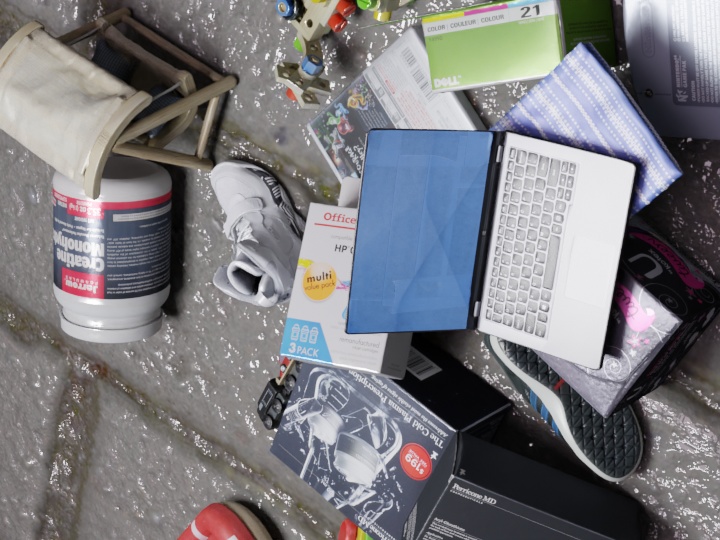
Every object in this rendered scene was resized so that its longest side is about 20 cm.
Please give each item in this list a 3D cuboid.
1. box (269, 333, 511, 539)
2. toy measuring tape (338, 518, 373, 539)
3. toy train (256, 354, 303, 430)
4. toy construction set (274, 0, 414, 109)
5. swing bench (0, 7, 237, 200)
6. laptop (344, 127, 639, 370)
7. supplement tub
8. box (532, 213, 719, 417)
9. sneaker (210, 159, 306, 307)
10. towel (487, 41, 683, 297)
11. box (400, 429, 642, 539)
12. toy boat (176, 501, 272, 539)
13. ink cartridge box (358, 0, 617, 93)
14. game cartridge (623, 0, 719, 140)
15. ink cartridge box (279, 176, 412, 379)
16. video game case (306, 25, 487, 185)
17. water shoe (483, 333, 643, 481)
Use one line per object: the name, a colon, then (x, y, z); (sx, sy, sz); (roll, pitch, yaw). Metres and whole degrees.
box: (0.028, 0.169, 1.438); (0.200, 0.104, 0.182); (36, 123, 26)
toy measuring tape: (0.018, 0.299, 1.466); (0.200, 0.073, 0.074); (168, 84, -78)
toy train: (-0.072, 0.105, 1.547); (0.046, 0.034, 0.200); (52, 129, 30)
toy construction set: (-0.020, -0.264, 1.373); (0.131, 0.092, 0.200); (49, 116, 16)
swing bench: (-0.287, -0.194, 1.524); (0.199, 0.200, 0.130); (34, 121, 26)
laptop: (0.108, -0.016, 1.146); (0.200, 0.116, 0.188); (18, 113, 31)
supplement tub: (-0.298, -0.027, 1.617); (0.140, 0.140, 0.201); (16, 112, 34)
box: (0.212, 0.013, 1.242); (0.200, 0.115, 0.132); (44, 125, 20)
sneaker: (-0.123, -0.040, 1.492); (0.200, 0.115, 0.075); (51, 127, 16)
towel: (0.165, -0.083, 1.169); (0.200, 0.024, 0.145); (-42, 74, 37)
box: (0.155, 0.262, 1.322); (0.200, 0.079, 0.141); (23, 123, -6)
toy boat: (-0.193, 0.376, 1.651); (0.131, 0.131, 0.200); (51, 127, 15)
ink cartridge box: (0.116, -0.201, 1.204); (0.148, 0.200, 0.076); (-2, 101, 39)
game cartridge: (0.291, -0.210, 1.148); (0.133, 0.040, 0.200); (7, 119, 31)
ink cartridge box: (0.000, 0.000, 1.352); (0.115, 0.068, 0.201); (8, 83, 25)
video game case: (0.051, -0.119, 1.394); (0.182, 0.023, 0.200); (-38, 79, 38)
water shoe: (0.201, 0.119, 1.322); (0.200, 0.071, 0.079); (52, 171, -3)
